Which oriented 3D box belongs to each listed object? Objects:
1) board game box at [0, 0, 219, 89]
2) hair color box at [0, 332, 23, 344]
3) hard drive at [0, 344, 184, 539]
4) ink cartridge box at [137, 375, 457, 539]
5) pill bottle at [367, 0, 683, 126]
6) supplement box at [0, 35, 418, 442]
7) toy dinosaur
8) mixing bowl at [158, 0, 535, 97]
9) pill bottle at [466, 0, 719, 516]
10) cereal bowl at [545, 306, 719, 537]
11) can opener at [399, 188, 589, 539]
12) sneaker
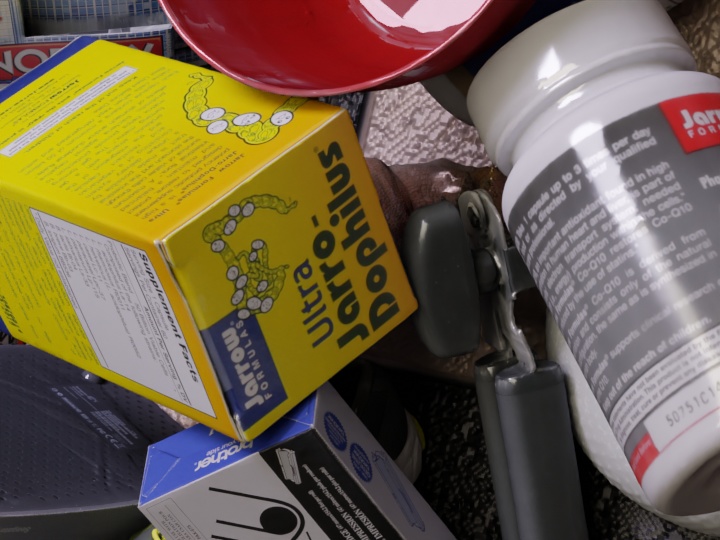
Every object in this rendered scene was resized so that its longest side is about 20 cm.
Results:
[{"bbox_3d":[-0.165,-0.122,1.220,0.200,0.200,0.062,-2,53,-2],"label":"board game box"},{"bbox_3d":[-0.225,-0.053,1.358,0.101,0.061,0.200,5,82,28],"label":"hair color box"},{"bbox_3d":[-0.164,0.088,1.222,0.135,0.200,0.042,38,110,27],"label":"hard drive"},{"bbox_3d":[-0.004,0.141,1.135,0.094,0.200,0.044,-26,32,21],"label":"ink cartridge box"},{"bbox_3d":[0.106,-0.165,1.177,0.200,0.116,0.116,-34,67,17],"label":"pill bottle"},{"bbox_3d":[-0.089,-0.020,1.119,0.109,0.109,0.200,-38,35,-26],"label":"supplement box"},{"bbox_3d":[0.000,0.000,1.212,0.136,0.086,0.200,48,111,26],"label":"toy dinosaur"},{"bbox_3d":[0.015,-0.160,1.095,0.200,0.108,0.200,-7,76,27],"label":"mixing bowl"},{"bbox_3d":[0.129,-0.010,1.039,0.114,0.114,0.200,-34,66,18],"label":"pill bottle"},{"bbox_3d":[0.170,0.020,1.125,0.200,0.083,0.200,-6,76,26],"label":"cereal bowl"},{"bbox_3d":[0.062,0.058,1.142,0.066,0.053,0.200,-18,105,-12],"label":"can opener"},{"bbox_3d":[-0.061,0.107,1.187,0.200,0.085,0.074,-38,51,-18],"label":"sneaker"}]
